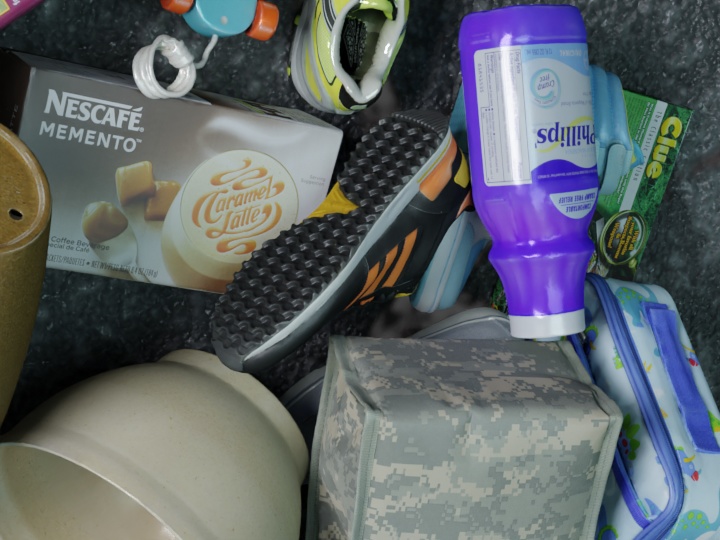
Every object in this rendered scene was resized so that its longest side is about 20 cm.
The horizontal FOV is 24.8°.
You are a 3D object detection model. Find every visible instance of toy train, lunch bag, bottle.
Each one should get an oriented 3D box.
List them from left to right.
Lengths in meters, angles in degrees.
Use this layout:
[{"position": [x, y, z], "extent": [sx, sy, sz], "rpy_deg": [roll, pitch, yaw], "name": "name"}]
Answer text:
[{"position": [-0.127, -0.203, 0.929], "extent": [0.150, 0.056, 0.201], "rpy_deg": [-33, 109, -28], "name": "toy train"}, {"position": [0.054, 0.148, 1.002], "extent": [0.163, 0.118, 0.201], "rpy_deg": [1, 114, -16], "name": "lunch bag"}, {"position": [0.107, -0.060, 1.005], "extent": [0.083, 0.065, 0.201], "rpy_deg": [-8, 95, -45], "name": "bottle"}, {"position": [0.165, 0.112, 1.083], "extent": [0.082, 0.201, 0.161], "rpy_deg": [8, 139, -29], "name": "lunch bag"}]

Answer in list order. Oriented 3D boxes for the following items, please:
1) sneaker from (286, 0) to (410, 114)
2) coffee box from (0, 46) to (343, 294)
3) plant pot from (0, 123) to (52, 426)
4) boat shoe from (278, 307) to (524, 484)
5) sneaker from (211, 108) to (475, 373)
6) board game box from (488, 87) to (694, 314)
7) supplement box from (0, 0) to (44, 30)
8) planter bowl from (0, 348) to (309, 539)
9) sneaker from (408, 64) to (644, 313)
[{"position": [0.009, -0.192, 1.002], "extent": [0.075, 0.076, 0.201], "rpy_deg": [0, 106, -25], "name": "sneaker"}, {"position": [-0.125, -0.055, 0.977], "extent": [0.199, 0.080, 0.115], "rpy_deg": [10, 102, -30], "name": "coffee box"}, {"position": [-0.241, 0.011, 0.833], "extent": [0.186, 0.187, 0.200], "rpy_deg": [14, 137, -30], "name": "plant pot"}, {"position": [0.021, 0.090, 1.087], "extent": [0.200, 0.072, 0.070], "rpy_deg": [-27, 110, 1], "name": "boat shoe"}, {"position": [0.000, 0.000, 0.979], "extent": [0.200, 0.070, 0.090], "rpy_deg": [-49, 131, -17], "name": "sneaker"}, {"position": [0.160, -0.032, 1.164], "extent": [0.104, 0.023, 0.201], "rpy_deg": [13, 101, -27], "name": "board game box"}, {"position": [-0.255, -0.152, 0.792], "extent": [0.200, 0.103, 0.131], "rpy_deg": [-36, 118, -12], "name": "supplement box"}, {"position": [-0.115, 0.135, 1.000], "extent": [0.135, 0.199, 0.201], "rpy_deg": [-49, 125, -36], "name": "planter bowl"}, {"position": [0.114, -0.053, 1.084], "extent": [0.130, 0.080, 0.201], "rpy_deg": [18, 99, -12], "name": "sneaker"}]
